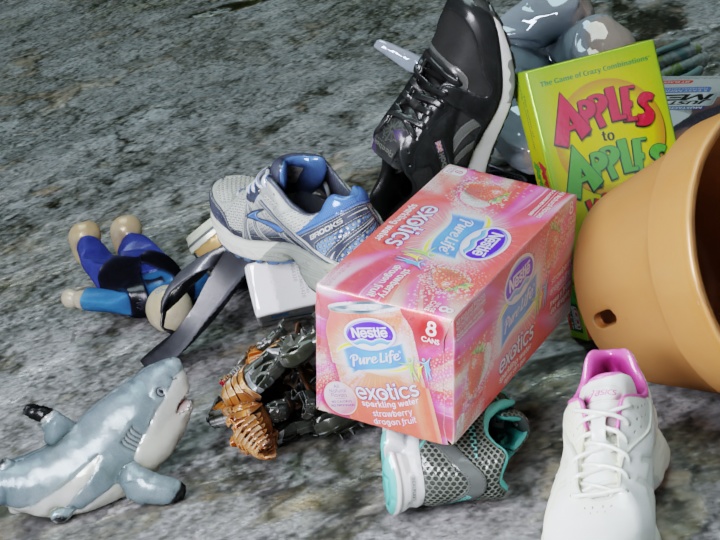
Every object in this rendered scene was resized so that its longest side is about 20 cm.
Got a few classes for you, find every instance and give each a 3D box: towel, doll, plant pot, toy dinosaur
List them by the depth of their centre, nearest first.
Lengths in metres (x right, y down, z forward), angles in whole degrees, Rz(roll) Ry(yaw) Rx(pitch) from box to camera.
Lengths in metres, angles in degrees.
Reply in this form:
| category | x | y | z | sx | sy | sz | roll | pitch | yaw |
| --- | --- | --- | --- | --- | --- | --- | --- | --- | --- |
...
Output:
| category | x | y | z | sx | sy | sz | roll | pitch | yaw |
| --- | --- | --- | --- | --- | --- | --- | --- | --- | --- |
| plant pot | 0.239 | 0.000 | 1.438 | 0.199 | 0.201 | 0.140 | -29 | 8 | -40 |
| toy dinosaur | -0.050 | 0.092 | 1.512 | 0.135 | 0.102 | 0.201 | -23 | 36 | 12 |
| doll | -0.194 | 0.009 | 1.839 | 0.135 | 0.049 | 0.200 | -10 | 24 | -23 |
| towel | 0.206 | -0.149 | 1.974 | 0.199 | 0.048 | 0.171 | -23 | 0 | -22 |

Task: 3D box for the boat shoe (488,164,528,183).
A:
| category | x | y | z | sx | sy | sz | roll | pitch | yaw |
| --- | --- | --- | --- | --- | --- | --- | --- | --- | --- |
| boat shoe | 0.106 | -0.054 | 1.746 | 0.072 | 0.068 | 0.200 | -48 | 42 | -5 |

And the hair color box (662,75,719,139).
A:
| category | x | y | z | sx | sy | sz | roll | pitch | yaw |
| --- | --- | --- | --- | --- | --- | --- | --- | --- | --- |
| hair color box | 0.262 | -0.095 | 1.714 | 0.110 | 0.064 | 0.200 | 1 | 27 | 21 |

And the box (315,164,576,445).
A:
| category | x | y | z | sx | sy | sz | roll | pitch | yaw |
| --- | --- | --- | --- | --- | --- | --- | --- | --- | --- |
| box | 0.059 | 0.019 | 1.400 | 0.102 | 0.095 | 0.200 | 15 | 31 | 24 |

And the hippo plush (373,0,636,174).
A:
| category | x | y | z | sx | sy | sz | roll | pitch | yaw |
| --- | --- | --- | --- | --- | --- | --- | --- | --- | --- |
| hippo plush | 0.144 | -0.129 | 1.765 | 0.199 | 0.160 | 0.161 | -22 | -26 | 10 |

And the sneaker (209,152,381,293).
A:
| category | x | y | z | sx | sy | sz | roll | pitch | yaw |
| --- | --- | --- | --- | --- | --- | --- | --- | --- | --- |
| sneaker | -0.045 | -0.050 | 1.528 | 0.077 | 0.086 | 0.199 | -28 | 30 | -29 |

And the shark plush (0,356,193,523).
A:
| category | x | y | z | sx | sy | sz | roll | pitch | yaw |
| --- | --- | --- | --- | --- | --- | --- | --- | --- | --- |
| shark plush | -0.211 | 0.123 | 1.483 | 0.198 | 0.084 | 0.091 | -13 | 20 | -2 |

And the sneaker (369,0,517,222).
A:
| category | x | y | z | sx | sy | sz | roll | pitch | yaw |
| --- | --- | --- | --- | --- | --- | --- | --- | --- | --- |
| sneaker | 0.055 | -0.112 | 1.587 | 0.087 | 0.201 | 0.076 | -20 | 46 | -30 |

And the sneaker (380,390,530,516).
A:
| category | x | y | z | sx | sy | sz | roll | pitch | yaw |
| --- | --- | --- | --- | --- | --- | --- | --- | --- | --- |
| sneaker | 0.069 | 0.100 | 1.425 | 0.090 | 0.078 | 0.200 | 0 | 29 | 9 |

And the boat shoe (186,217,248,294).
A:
| category | x | y | z | sx | sy | sz | roll | pitch | yaw |
| --- | --- | --- | --- | --- | --- | --- | --- | --- | --- |
| boat shoe | -0.098 | -0.015 | 1.813 | 0.074 | 0.062 | 0.200 | -39 | -4 | 5 |

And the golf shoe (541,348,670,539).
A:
| category | x | y | z | sx | sy | sz | roll | pitch | yaw |
| --- | --- | --- | --- | --- | --- | --- | --- | --- | --- |
| golf shoe | 0.144 | 0.117 | 1.288 | 0.075 | 0.092 | 0.200 | -6 | 22 | 12 |

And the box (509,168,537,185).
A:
| category | x | y | z | sx | sy | sz | roll | pitch | yaw |
| --- | --- | --- | --- | --- | --- | --- | --- | --- | --- |
| box | 0.248 | -0.080 | 1.832 | 0.192 | 0.048 | 0.199 | -22 | 22 | -30 |

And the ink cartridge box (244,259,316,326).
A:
| category | x | y | z | sx | sy | sz | roll | pitch | yaw |
| --- | --- | --- | --- | --- | --- | --- | --- | --- | --- |
| ink cartridge box | 0.000 | 0.000 | 1.653 | 0.175 | 0.045 | 0.200 | -14 | -3 | -2 |

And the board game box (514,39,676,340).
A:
| category | x | y | z | sx | sy | sz | roll | pitch | yaw |
| --- | --- | --- | --- | --- | --- | --- | --- | --- | --- |
| board game box | 0.185 | -0.059 | 1.574 | 0.101 | 0.202 | 0.048 | -14 | 5 | -8 |

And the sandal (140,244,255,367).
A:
| category | x | y | z | sx | sy | sz | roll | pitch | yaw |
| --- | --- | --- | --- | --- | --- | --- | --- | --- | --- |
| sandal | -0.111 | -0.003 | 1.675 | 0.200 | 0.043 | 0.076 | -51 | -1 | 17 |
